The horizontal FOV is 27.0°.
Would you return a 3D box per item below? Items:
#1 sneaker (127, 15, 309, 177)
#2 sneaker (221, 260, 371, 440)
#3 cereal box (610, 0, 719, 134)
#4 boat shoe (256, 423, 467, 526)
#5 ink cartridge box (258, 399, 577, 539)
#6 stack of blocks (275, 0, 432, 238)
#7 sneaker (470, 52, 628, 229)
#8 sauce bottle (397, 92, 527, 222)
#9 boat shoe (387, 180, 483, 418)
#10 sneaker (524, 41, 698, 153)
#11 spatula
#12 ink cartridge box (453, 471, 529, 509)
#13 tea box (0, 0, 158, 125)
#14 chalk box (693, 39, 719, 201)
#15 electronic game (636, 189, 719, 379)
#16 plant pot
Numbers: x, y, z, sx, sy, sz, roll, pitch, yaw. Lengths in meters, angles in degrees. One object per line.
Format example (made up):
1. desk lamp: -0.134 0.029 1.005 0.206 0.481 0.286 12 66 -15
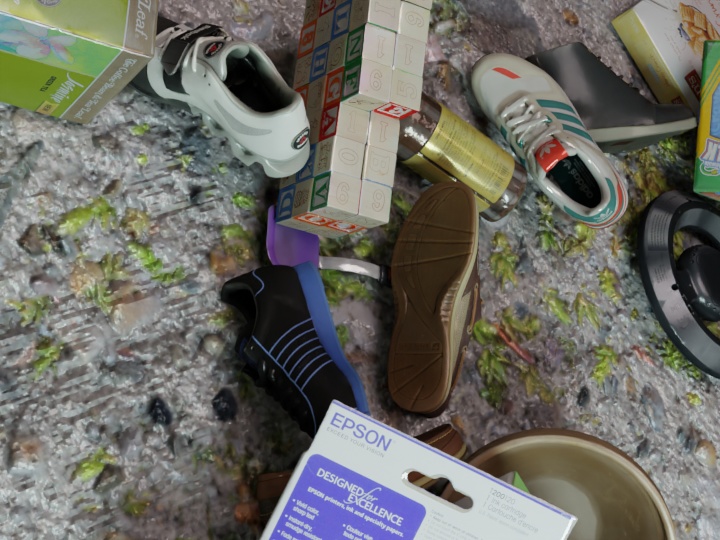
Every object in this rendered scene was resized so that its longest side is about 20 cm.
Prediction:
1. sneaker: -0.118 -0.161 1.163 0.199 0.089 0.074 32 61 12
2. sneaker: -0.049 0.081 1.147 0.077 0.070 0.201 -10 53 -17
3. cereal box: 0.369 -0.253 1.623 0.200 0.039 0.144 -38 98 -39
4. boat shoe: 0.003 0.156 1.176 0.199 0.072 0.068 -21 87 -37
5. ink cartridge box: 0.025 0.215 1.079 0.197 0.043 0.201 27 101 -3
6. stack of blocks: -0.005 -0.136 1.202 0.058 0.115 0.201 14 75 -28
7. sneaker: 0.171 -0.123 1.370 0.200 0.070 0.093 53 12 7
8. sauce bottle: 0.059 -0.120 1.327 0.200 0.065 0.065 35 56 -23
9. boat shoe: 0.068 0.027 1.271 0.072 0.072 0.201 37 57 -63
10. sneaker: 0.252 -0.175 1.482 0.199 0.075 0.107 -9 81 -37
11. spatula: 0.000 0.000 1.266 0.199 0.021 0.057 19 61 -31
12. ink cartridge box: 0.106 0.281 1.149 0.201 0.145 0.084 59 12 -3
13. tea box: -0.254 -0.241 1.094 0.196 0.133 0.201 14 65 -27
14. chalk box: 0.416 -0.125 1.520 0.124 0.123 0.202 11 85 -60
15. electronic game: 0.346 0.013 1.503 0.199 0.042 0.201 22 56 -36
16. plant pot: 0.156 0.220 1.223 0.202 0.200 0.093 59 11 -3
